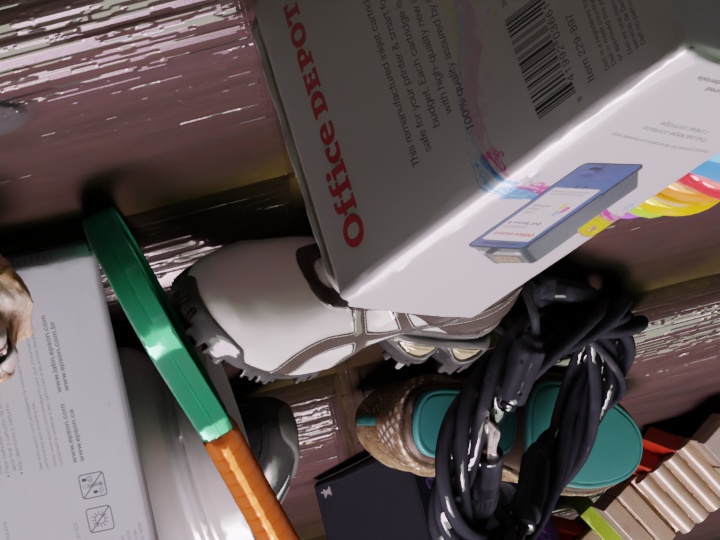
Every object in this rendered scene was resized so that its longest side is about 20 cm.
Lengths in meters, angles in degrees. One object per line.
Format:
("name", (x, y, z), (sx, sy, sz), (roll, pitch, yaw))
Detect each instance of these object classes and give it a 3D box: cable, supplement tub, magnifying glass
("cable", (0.098, 0.084, 1.589), (0.051, 0.164, 0.200), (18, -178, 21))
("supplement tub", (-0.154, 0.122, 1.509), (0.199, 0.145, 0.145), (-16, 156, 3))
("magnifying glass", (-0.078, 0.057, 1.402), (0.022, 0.080, 0.201), (-29, 115, 0))

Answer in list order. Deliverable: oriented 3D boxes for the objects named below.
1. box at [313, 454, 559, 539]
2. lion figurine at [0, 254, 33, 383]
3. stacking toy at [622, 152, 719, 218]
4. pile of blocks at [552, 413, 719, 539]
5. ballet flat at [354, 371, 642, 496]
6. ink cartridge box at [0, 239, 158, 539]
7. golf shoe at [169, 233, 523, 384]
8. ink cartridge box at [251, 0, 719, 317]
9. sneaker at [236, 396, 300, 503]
("box", (0.064, 0.210, 1.757), (0.079, 0.201, 0.141), (-31, 152, 33))
("lion figurine", (-0.244, 0.010, 1.310), (0.199, 0.073, 0.123), (-4, 152, -3))
("stacking toy", (0.128, -0.061, 1.357), (0.116, 0.110, 0.200), (15, 156, -24))
("pile of blocks", (0.174, 0.131, 1.847), (0.200, 0.082, 0.062), (-38, 106, 23))
("ballet flat", (0.075, 0.088, 1.692), (0.199, 0.071, 0.065), (14, 170, -43))
("ink cartridge box", (-0.201, 0.102, 1.402), (0.199, 0.198, 0.043), (-12, -168, -4))
("golf shoe", (0.000, 0.000, 1.438), (0.199, 0.078, 0.095), (-4, 148, -43))
("ink cartridge box", (0.062, -0.090, 1.179), (0.087, 0.146, 0.200), (9, 146, -45))
("sneaker", (-0.118, 0.124, 1.621), (0.200, 0.076, 0.079), (-31, 149, 30))
